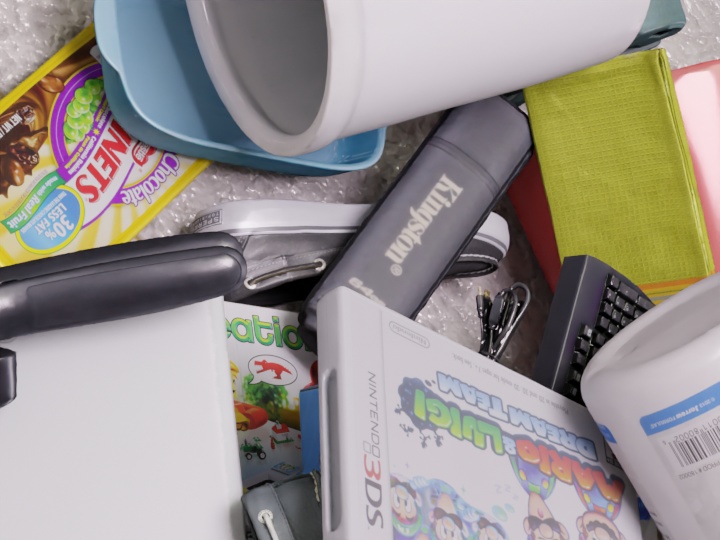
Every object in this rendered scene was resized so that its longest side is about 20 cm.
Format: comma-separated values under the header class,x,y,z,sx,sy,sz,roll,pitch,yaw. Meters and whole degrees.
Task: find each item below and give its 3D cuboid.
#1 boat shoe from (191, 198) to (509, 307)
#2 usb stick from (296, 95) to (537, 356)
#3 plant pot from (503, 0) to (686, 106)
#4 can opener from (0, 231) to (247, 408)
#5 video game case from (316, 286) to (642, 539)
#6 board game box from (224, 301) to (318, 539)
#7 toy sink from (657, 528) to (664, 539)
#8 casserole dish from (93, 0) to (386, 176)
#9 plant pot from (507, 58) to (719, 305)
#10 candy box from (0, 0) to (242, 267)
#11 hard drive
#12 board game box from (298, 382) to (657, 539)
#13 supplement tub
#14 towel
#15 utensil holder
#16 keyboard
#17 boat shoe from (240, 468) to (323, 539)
class,x,y,z,sx,sy,sz,roll,pitch,yaw
boat shoe,0.000,0.000,1.322,0.199,0.070,0.067,3,70,-36
usb stick,0.033,-0.024,1.294,0.055,0.033,0.200,42,57,-9
plant pot,0.092,-0.208,1.441,0.200,0.200,0.197,-19,85,-43
can opener,-0.152,0.015,1.150,0.199,0.063,0.079,-17,116,-8
video game case,0.062,0.119,1.135,0.199,0.024,0.183,27,43,-32
board game box,-0.048,0.083,1.255,0.199,0.035,0.127,9,60,-34
toy sink,0.243,0.166,1.330,0.130,0.112,0.201,-19,88,-16
casserole dish,-0.069,-0.110,1.316,0.199,0.039,0.122,10,61,-37
plant pot,0.193,-0.017,1.405,0.200,0.200,0.178,-9,82,-41
candy box,-0.148,-0.061,1.269,0.102,0.026,0.200,49,46,-9
hard drive,-0.122,0.108,1.146,0.131,0.026,0.201,-6,65,-4
board game box,0.067,0.158,1.248,0.195,0.056,0.201,2,79,-36
supplement tub,0.210,0.107,1.195,0.132,0.132,0.201,-40,103,-44
towel,0.149,-0.017,1.321,0.018,0.086,0.201,-29,107,-73
utensil holder,0.029,-0.165,1.246,0.199,0.170,0.171,-17,75,-25
keyboard,0.098,0.084,1.238,0.127,0.021,0.201,28,65,-28
boat shoe,-0.020,0.191,1.098,0.061,0.073,0.201,-3,73,-6
